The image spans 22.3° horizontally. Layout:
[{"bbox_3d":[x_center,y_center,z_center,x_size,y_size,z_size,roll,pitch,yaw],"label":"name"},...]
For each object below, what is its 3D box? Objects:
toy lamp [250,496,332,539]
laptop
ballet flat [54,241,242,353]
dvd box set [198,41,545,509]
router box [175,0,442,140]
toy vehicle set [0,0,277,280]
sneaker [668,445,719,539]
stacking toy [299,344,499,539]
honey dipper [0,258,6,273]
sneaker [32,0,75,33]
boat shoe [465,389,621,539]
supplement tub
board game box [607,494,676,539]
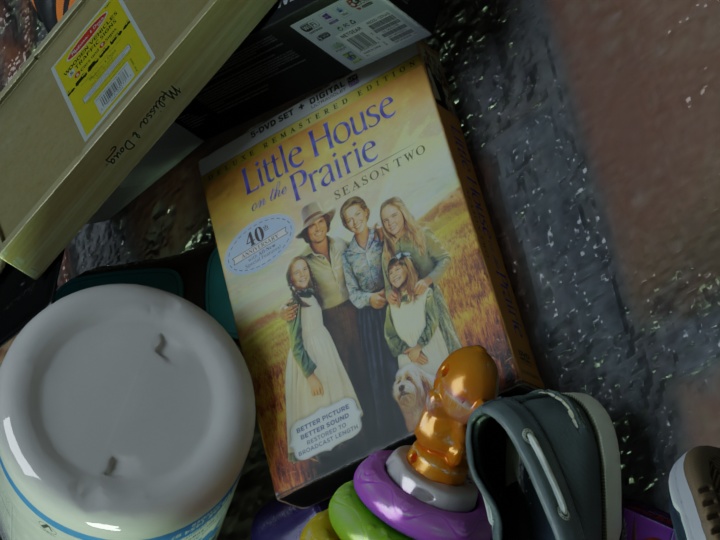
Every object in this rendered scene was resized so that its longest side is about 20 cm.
[{"bbox_3d":[-0.063,0.176,0.991,0.200,0.058,0.059,-45,51,39],"label":"toy lamp"},{"bbox_3d":[-0.162,-0.010,1.056,0.187,0.199,0.117,-32,75,44],"label":"laptop"},{"bbox_3d":[-0.079,0.019,1.019,0.198,0.065,0.071,-3,72,26],"label":"ballet flat"},{"bbox_3d":[0.000,0.000,0.922,0.146,0.029,0.201,-26,61,22],"label":"dvd box set"},{"bbox_3d":[-0.024,-0.170,0.958,0.199,0.052,0.158,-19,47,49],"label":"router box"},{"bbox_3d":[-0.129,-0.104,0.948,0.200,0.026,0.124,-47,37,12],"label":"toy vehicle set"},{"bbox_3d":[0.144,0.178,0.717,0.108,0.070,0.201,-42,56,37],"label":"sneaker"},{"bbox_3d":[0.019,0.123,0.845,0.116,0.109,0.201,-119,49,-64],"label":"stacking toy"},{"bbox_3d":[-0.223,-0.060,1.051,0.038,0.038,0.200,-61,24,25],"label":"honey dipper"},{"bbox_3d":[-0.157,-0.159,1.167,0.200,0.069,0.091,46,134,45],"label":"sneaker"},{"bbox_3d":[0.076,0.150,0.772,0.073,0.061,0.202,-17,70,48],"label":"boat shoe"},{"bbox_3d":[-0.130,0.102,0.969,0.200,0.131,0.133,111,151,-64],"label":"supplement tub"},{"bbox_3d":[0.093,0.198,0.814,0.120,0.032,0.202,16,97,47],"label":"board game box"}]
